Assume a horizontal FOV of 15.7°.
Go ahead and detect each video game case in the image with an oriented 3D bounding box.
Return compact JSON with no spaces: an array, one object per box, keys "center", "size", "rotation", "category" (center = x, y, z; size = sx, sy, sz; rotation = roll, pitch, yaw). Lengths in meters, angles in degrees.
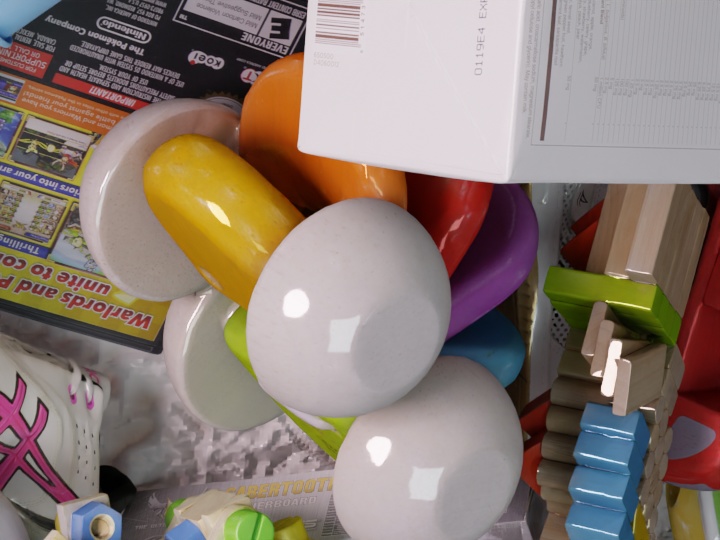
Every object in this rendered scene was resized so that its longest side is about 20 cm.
[{"center":[-0.135,-0.068,1.045],"size":[0.200,0.026,0.181],"rotation":[17,116,-24],"category":"video game case"}]

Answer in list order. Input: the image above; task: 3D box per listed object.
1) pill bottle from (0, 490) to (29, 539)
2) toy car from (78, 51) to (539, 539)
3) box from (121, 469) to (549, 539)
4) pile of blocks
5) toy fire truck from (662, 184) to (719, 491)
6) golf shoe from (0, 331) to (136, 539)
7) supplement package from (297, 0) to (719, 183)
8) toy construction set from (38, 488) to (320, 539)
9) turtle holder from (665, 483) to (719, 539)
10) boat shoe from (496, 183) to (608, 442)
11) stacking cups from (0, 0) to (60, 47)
[{"center":[-0.240,0.135,1.054],"size":[0.199,0.116,0.116],"rotation":[-1,130,27],"category":"pill bottle"},{"center":[0.000,0.000,1.020],"size":[0.150,0.175,0.200],"rotation":[-42,134,-16],"category":"toy car"},{"center":[0.003,0.162,1.172],"size":[0.199,0.048,0.159],"rotation":[-8,126,18],"category":"box"},{"center":[0.089,0.053,1.048],"size":[0.062,0.082,0.201],"rotation":[10,98,23],"category":"pile of blocks"},{"center":[0.186,0.006,1.064],"size":[0.049,0.141,0.201],"rotation":[1,108,-54],"category":"toy fire truck"},{"center":[-0.154,0.053,1.094],"size":[0.092,0.073,0.200],"rotation":[-35,140,-19],"category":"golf shoe"},{"center":[0.090,-0.090,0.933],"size":[0.200,0.109,0.114],"rotation":[0,98,-41],"category":"supplement package"},{"center":[-0.059,0.175,1.080],"size":[0.131,0.092,0.201],"rotation":[-25,116,-27],"category":"toy construction set"},{"center":[0.192,0.099,1.176],"size":[0.185,0.141,0.132],"rotation":[-10,134,39],"category":"turtle holder"},{"center":[0.094,0.011,1.122],"size":[0.069,0.071,0.201],"rotation":[-7,124,-11],"category":"boat shoe"},{"center":[-0.132,-0.119,0.965],"size":[0.200,0.061,0.061],"rotation":[-36,123,6],"category":"stacking cups"}]
